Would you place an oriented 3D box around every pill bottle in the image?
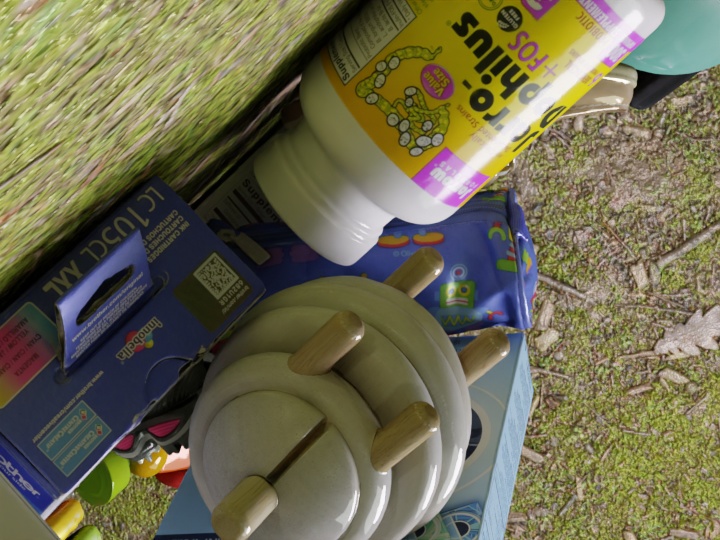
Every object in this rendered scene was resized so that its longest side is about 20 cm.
[{"bbox_3d":[0.042,-0.094,0.724,0.200,0.104,0.104,-43,-179,18],"label":"pill bottle"}]

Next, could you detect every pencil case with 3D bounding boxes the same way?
[{"bbox_3d":[0.000,0.000,0.837,0.198,0.079,0.087,-5,143,1],"label":"pencil case"}]

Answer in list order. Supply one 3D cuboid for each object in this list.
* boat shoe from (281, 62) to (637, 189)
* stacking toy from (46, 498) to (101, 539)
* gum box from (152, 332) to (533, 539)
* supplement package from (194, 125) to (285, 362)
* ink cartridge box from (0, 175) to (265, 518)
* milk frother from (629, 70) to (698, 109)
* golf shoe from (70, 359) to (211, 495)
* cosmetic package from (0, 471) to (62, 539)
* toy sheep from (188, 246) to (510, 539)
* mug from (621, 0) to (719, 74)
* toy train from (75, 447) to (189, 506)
[{"bbox_3d":[0.058,-0.075,0.830,0.198,0.066,0.072,-9,179,-5],"label":"boat shoe"},{"bbox_3d":[-0.212,0.202,1.026,0.110,0.200,0.116,-42,-177,-25],"label":"stacking toy"},{"bbox_3d":[-0.005,0.108,0.787,0.168,0.045,0.200,-4,-152,16],"label":"gum box"},{"bbox_3d":[-0.039,-0.020,0.940,0.200,0.110,0.114,-42,-179,10],"label":"supplement package"},{"bbox_3d":[-0.127,0.047,0.672,0.137,0.076,0.200,-47,-176,-32],"label":"ink cartridge box"},{"bbox_3d":[0.195,-0.247,1.181,0.188,0.179,0.202,-41,-135,45],"label":"milk frother"},{"bbox_3d":[-0.172,0.079,0.852,0.199,0.088,0.077,-28,-158,23],"label":"golf shoe"},{"bbox_3d":[-0.230,0.172,0.594,0.199,0.123,0.200,-43,180,-33],"label":"cosmetic package"},{"bbox_3d":[-0.011,0.066,0.676,0.138,0.138,0.200,-42,173,31],"label":"toy sheep"},{"bbox_3d":[0.162,-0.189,0.839,0.183,0.154,0.114,0,162,-25],"label":"mug"},{"bbox_3d":[-0.134,0.114,0.951,0.115,0.199,0.085,-29,135,-54],"label":"toy train"}]
